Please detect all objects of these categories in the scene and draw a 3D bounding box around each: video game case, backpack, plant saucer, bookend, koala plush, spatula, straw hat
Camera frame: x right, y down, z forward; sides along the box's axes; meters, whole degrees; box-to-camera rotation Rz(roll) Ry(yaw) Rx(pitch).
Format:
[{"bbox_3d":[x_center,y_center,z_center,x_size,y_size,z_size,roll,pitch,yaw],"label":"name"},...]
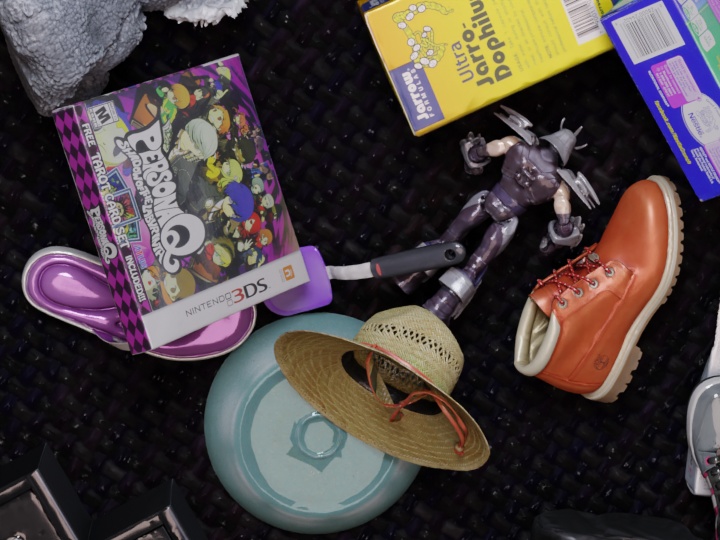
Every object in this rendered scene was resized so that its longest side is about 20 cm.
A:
[{"bbox_3d":[-0.140,-0.056,1.512,0.181,0.036,0.202,-23,98,-43],"label":"video game case"},{"bbox_3d":[0.212,0.313,1.634,0.165,0.127,0.202,6,101,0],"label":"backpack"},{"bbox_3d":[-0.037,0.138,1.628,0.198,0.036,0.202,-1,102,-3],"label":"plant saucer"},{"bbox_3d":[-0.231,0.229,1.609,0.199,0.092,0.200,-27,102,2],"label":"bookend"},{"bbox_3d":[-0.194,-0.233,1.479,0.199,0.184,0.179,-27,103,-9],"label":"koala plush"},{"bbox_3d":[0.000,0.000,1.569,0.199,0.021,0.057,-9,104,32],"label":"spatula"},{"bbox_3d":[0.035,0.076,1.538,0.200,0.201,0.085,36,66,-10],"label":"straw hat"}]

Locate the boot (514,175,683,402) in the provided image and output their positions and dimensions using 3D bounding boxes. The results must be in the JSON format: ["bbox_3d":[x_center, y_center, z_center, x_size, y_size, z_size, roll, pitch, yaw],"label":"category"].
[{"bbox_3d":[0.198,0.010,1.577,0.106,0.075,0.202,14,102,-28],"label":"boot"}]

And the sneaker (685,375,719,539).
[{"bbox_3d":[0.323,0.195,1.570,0.083,0.121,0.202,-16,102,0],"label":"sneaker"}]

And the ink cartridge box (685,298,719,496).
[{"bbox_3d":[0.375,0.101,1.637,0.161,0.057,0.202,4,98,-4],"label":"ink cartridge box"}]

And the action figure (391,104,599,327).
[{"bbox_3d":[0.113,-0.048,1.566,0.200,0.069,0.130,-47,70,8],"label":"action figure"}]

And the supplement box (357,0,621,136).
[{"bbox_3d":[0.109,-0.204,1.521,0.199,0.109,0.110,-24,103,2],"label":"supplement box"}]

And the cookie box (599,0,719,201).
[{"bbox_3d":[0.299,-0.182,1.494,0.075,0.200,0.172,-18,108,45],"label":"cookie box"}]

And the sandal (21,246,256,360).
[{"bbox_3d":[-0.188,0.034,1.589,0.201,0.050,0.083,10,102,-5],"label":"sandal"}]
